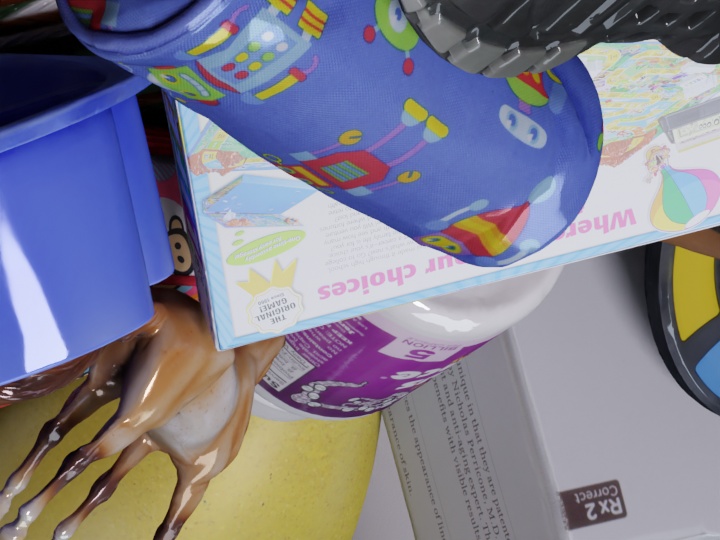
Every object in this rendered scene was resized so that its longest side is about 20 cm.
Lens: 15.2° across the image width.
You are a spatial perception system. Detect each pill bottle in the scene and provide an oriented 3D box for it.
[{"bbox_3d":[0.000,0.000,1.139,0.112,0.113,0.200,-10,167,-26],"label":"pill bottle"}]

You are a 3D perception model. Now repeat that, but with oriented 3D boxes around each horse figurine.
[{"bbox_3d":[-0.081,0.053,0.989,0.133,0.050,0.200,-52,158,-6],"label":"horse figurine"}]

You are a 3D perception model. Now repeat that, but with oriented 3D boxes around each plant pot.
[{"bbox_3d":[-0.070,0.079,1.299,0.142,0.200,0.200,-48,155,23],"label":"plant pot"}]

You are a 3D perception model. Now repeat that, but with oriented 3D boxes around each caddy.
[{"bbox_3d":[-0.154,-0.017,0.882,0.199,0.105,0.141,-18,-169,5],"label":"caddy"}]

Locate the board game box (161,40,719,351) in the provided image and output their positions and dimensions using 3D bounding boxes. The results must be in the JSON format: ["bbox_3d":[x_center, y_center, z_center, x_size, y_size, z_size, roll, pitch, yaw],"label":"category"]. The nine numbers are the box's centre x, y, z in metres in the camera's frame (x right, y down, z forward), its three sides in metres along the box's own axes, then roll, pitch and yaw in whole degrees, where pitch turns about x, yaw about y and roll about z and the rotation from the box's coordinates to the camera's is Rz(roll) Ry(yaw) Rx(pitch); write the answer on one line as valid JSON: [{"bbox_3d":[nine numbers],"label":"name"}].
[{"bbox_3d":[0.034,-0.056,0.923,0.199,0.034,0.135,-14,128,-9],"label":"board game box"}]

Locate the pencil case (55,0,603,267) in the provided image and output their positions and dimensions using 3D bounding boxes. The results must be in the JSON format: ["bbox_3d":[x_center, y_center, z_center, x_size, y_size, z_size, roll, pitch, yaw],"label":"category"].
[{"bbox_3d":[-0.002,-0.069,0.799,0.078,0.087,0.200,-1,162,36],"label":"pencil case"}]

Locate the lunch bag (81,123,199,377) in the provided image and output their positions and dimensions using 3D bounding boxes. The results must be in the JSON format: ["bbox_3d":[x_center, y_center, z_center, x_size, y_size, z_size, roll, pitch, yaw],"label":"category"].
[{"bbox_3d":[-0.138,0.009,1.068,0.199,0.082,0.176,-22,167,26],"label":"lunch bag"}]

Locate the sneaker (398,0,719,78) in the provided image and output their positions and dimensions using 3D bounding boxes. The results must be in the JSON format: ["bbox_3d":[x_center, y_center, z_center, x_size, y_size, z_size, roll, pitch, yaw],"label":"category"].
[{"bbox_3d":[0.066,-0.105,0.793,0.075,0.079,0.200,-39,159,33],"label":"sneaker"}]

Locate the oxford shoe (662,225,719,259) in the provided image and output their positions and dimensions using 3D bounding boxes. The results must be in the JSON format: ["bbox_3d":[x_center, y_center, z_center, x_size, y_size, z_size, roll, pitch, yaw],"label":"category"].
[{"bbox_3d":[0.159,-0.030,1.014,0.199,0.072,0.071,18,174,35],"label":"oxford shoe"}]

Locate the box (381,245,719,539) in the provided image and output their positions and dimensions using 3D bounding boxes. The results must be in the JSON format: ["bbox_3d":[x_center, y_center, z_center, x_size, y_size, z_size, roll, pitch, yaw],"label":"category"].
[{"bbox_3d":[0.119,0.038,1.261,0.198,0.201,0.131,-9,169,-31],"label":"box"}]

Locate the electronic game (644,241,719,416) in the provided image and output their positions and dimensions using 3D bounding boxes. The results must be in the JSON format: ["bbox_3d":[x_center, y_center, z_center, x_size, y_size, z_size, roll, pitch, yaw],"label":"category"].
[{"bbox_3d":[0.203,-0.025,1.173,0.199,0.201,0.042,-8,-156,-34],"label":"electronic game"}]

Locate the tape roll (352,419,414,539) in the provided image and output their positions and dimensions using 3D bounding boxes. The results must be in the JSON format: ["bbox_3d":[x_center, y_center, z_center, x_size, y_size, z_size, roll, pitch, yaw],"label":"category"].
[{"bbox_3d":[0.063,0.151,1.868,0.202,0.140,0.203,-15,169,-3],"label":"tape roll"}]
